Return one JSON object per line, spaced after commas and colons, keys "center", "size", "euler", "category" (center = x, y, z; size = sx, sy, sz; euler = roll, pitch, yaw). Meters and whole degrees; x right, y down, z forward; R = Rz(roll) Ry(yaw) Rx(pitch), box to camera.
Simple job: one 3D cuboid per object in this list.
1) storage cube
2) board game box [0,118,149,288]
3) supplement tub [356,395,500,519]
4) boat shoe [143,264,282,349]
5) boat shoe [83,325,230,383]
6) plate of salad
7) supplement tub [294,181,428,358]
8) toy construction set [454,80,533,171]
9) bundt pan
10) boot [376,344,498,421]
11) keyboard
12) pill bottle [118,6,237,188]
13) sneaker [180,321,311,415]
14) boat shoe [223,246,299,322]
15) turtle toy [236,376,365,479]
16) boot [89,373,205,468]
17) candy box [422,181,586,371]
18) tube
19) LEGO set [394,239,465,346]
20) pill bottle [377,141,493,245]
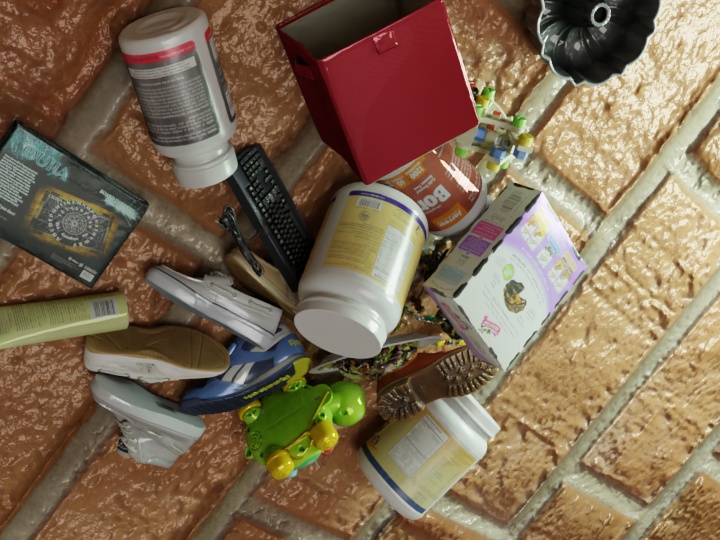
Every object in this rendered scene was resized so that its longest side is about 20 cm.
{"center": [0.024, -0.249, 1.372], "size": [0.198, 0.171, 0.181], "euler": [-28, 123, -9], "category": "storage cube"}
{"center": [-0.383, -0.080, 1.359], "size": [0.199, 0.028, 0.136], "euler": [34, 97, -33], "category": "board game box"}
{"center": [0.106, 0.271, 1.685], "size": [0.200, 0.144, 0.144], "euler": [-44, 124, 2], "category": "supplement tub"}
{"center": [-0.198, 0.034, 1.478], "size": [0.199, 0.073, 0.067], "euler": [32, 77, -24], "category": "boat shoe"}
{"center": [-0.281, 0.121, 1.487], "size": [0.198, 0.071, 0.070], "euler": [11, 134, -17], "category": "boat shoe"}
{"center": [0.023, 0.131, 1.554], "size": [0.198, 0.200, 0.049], "euler": [-10, 80, -19], "category": "plate of salad"}
{"center": [0.000, 0.000, 1.453], "size": [0.145, 0.144, 0.202], "euler": [40, 56, -34], "category": "supplement tub"}
{"center": [0.180, -0.197, 1.479], "size": [0.130, 0.200, 0.093], "euler": [21, 105, 8], "category": "toy construction set"}
{"center": [0.314, -0.363, 1.500], "size": [0.199, 0.076, 0.204], "euler": [-10, 119, -19], "category": "bundt pan"}
{"center": [0.113, 0.146, 1.634], "size": [0.198, 0.108, 0.076], "euler": [-21, 116, 6], "category": "boot"}
{"center": [-0.124, -0.058, 1.438], "size": [0.127, 0.020, 0.201], "euler": [-48, 119, -36], "category": "keyboard"}
{"center": [-0.214, -0.207, 1.322], "size": [0.110, 0.111, 0.202], "euler": [-22, 121, -13], "category": "pill bottle"}
{"center": [-0.169, 0.143, 1.546], "size": [0.198, 0.083, 0.074], "euler": [-25, 160, 3], "category": "sneaker"}
{"center": [-0.105, 0.018, 1.516], "size": [0.200, 0.073, 0.070], "euler": [40, 72, -32], "category": "boat shoe"}
{"center": [-0.082, 0.224, 1.593], "size": [0.199, 0.146, 0.101], "euler": [-30, 145, -6], "category": "turtle toy"}
{"center": [-0.314, 0.219, 1.509], "size": [0.199, 0.074, 0.096], "euler": [33, 99, -40], "category": "boot"}
{"center": [0.204, 0.009, 1.509], "size": [0.200, 0.071, 0.168], "euler": [-48, 128, -14], "category": "candy box"}
{"center": [-0.403, 0.065, 1.405], "size": [0.198, 0.058, 0.053], "euler": [-8, 93, -25], "category": "tube"}
{"center": [0.128, 0.047, 1.597], "size": [0.199, 0.116, 0.155], "euler": [28, 102, -32], "category": "LEGO set"}
{"center": [0.105, -0.120, 1.507], "size": [0.112, 0.112, 0.200], "euler": [-47, 123, 4], "category": "pill bottle"}
